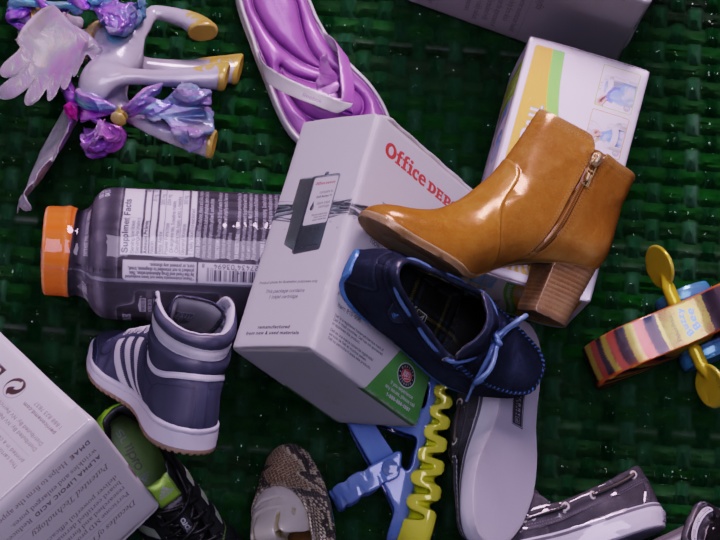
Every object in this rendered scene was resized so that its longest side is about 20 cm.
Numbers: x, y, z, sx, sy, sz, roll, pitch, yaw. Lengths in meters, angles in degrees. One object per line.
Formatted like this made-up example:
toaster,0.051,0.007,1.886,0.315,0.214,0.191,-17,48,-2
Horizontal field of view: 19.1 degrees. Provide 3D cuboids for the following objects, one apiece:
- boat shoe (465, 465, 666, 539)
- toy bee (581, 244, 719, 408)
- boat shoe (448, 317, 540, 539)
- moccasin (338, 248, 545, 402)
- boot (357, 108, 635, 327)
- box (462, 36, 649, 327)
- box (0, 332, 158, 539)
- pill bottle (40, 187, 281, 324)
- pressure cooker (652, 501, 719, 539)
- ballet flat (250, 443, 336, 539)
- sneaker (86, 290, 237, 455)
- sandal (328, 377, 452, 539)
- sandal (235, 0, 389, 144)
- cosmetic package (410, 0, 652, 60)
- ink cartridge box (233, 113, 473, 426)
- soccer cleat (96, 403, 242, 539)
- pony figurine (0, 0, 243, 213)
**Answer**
boat shoe,0.140,0.198,1.680,0.200,0.070,0.066,-15,72,-8
toy bee,0.275,0.029,1.708,0.200,0.109,0.131,-42,81,-12
boat shoe,0.099,0.130,1.674,0.069,0.057,0.200,38,49,-33
moccasin,0.070,0.047,1.584,0.200,0.068,0.081,26,74,-36
boot,0.104,-0.057,1.603,0.201,0.071,0.144,24,82,-24
box,0.151,-0.068,1.720,0.101,0.113,0.200,16,77,-1
box,-0.297,0.158,1.585,0.200,0.131,0.199,-43,51,-13
pill bottle,-0.151,-0.012,1.689,0.200,0.106,0.106,3,77,-3
pressure cooker,0.297,0.255,1.586,0.176,0.200,0.179,0,68,-35
ballet flat,-0.052,0.231,1.650,0.068,0.075,0.200,-18,77,30
sneaker,-0.150,0.055,1.624,0.070,0.200,0.109,3,107,-27
sandal,0.028,0.122,1.686,0.087,0.079,0.200,9,75,2
sandal,-0.044,-0.167,1.761,0.082,0.050,0.203,-32,81,-10
cosmetic package,0.152,-0.290,1.745,0.200,0.165,0.165,20,76,0
ink cartridge box,0.000,0.000,1.641,0.083,0.147,0.200,-1,62,39
soccer cleat,-0.144,0.189,1.654,0.067,0.081,0.200,-35,81,-11
pony figurine,-0.207,-0.150,1.710,0.200,0.167,0.193,12,44,2
